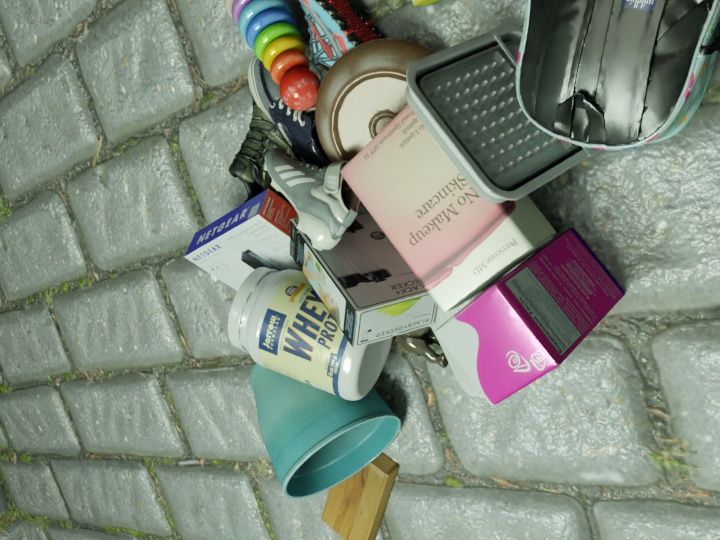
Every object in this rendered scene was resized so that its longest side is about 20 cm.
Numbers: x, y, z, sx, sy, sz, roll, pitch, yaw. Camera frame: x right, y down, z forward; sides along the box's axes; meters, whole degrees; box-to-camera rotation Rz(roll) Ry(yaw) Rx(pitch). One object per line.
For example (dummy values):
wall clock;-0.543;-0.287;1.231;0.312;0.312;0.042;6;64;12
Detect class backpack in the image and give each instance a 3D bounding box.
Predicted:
backpack;0.240;-0.215;0.643;0.177;0.150;0.200;21;112;33

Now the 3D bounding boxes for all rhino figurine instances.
rhino figurine;0.085;0.027;0.940;0.087;0.060;0.200;12;114;33

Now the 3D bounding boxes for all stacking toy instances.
stacking toy;-0.108;-0.295;0.917;0.085;0.085;0.200;-46;62;42

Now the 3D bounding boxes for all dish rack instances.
dish rack;0.147;-0.159;0.721;0.172;0.200;0.044;55;147;8

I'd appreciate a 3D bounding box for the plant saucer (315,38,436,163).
plant saucer;0.035;-0.178;0.858;0.200;0.037;0.201;6;118;11

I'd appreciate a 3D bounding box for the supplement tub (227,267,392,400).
supplement tub;-0.067;0.082;0.973;0.200;0.145;0.145;18;120;18

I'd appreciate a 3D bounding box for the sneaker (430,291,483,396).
sneaker;0.146;0.043;0.873;0.200;0.115;0.074;67;159;10

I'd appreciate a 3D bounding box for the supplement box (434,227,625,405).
supplement box;0.189;0.045;0.762;0.103;0.200;0.101;54;133;9

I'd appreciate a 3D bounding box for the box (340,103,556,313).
box;0.097;-0.075;0.775;0.128;0.109;0.200;-41;80;28

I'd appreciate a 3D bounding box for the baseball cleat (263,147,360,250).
baseball cleat;-0.055;-0.113;0.892;0.106;0.070;0.200;-46;51;17

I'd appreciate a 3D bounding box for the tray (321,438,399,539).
tray;-0.005;0.378;1.180;0.099;0.037;0.200;31;125;27

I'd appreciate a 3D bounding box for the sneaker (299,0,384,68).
sneaker;-0.047;-0.308;0.897;0.200;0.079;0.096;55;135;8

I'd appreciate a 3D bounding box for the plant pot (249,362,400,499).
plant pot;-0.072;0.209;1.068;0.188;0.200;0.200;54;134;28

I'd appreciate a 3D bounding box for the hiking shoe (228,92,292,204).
hiking shoe;-0.142;-0.170;1.019;0.076;0.101;0.200;13;116;37

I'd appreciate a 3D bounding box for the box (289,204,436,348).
box;0.000;0.000;0.889;0.200;0.116;0.060;54;147;43

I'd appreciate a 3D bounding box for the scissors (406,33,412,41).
scissors;0.049;-0.200;0.908;0.073;0.014;0.200;44;129;21

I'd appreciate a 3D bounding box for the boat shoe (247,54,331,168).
boat shoe;-0.080;-0.216;0.952;0.200;0.075;0.093;59;158;-8

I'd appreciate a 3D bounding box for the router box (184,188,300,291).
router box;-0.133;-0.020;1.044;0.179;0.049;0.200;36;142;-29

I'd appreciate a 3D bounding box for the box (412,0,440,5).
box;0.126;-0.379;0.743;0.200;0.048;0.118;-11;100;45
